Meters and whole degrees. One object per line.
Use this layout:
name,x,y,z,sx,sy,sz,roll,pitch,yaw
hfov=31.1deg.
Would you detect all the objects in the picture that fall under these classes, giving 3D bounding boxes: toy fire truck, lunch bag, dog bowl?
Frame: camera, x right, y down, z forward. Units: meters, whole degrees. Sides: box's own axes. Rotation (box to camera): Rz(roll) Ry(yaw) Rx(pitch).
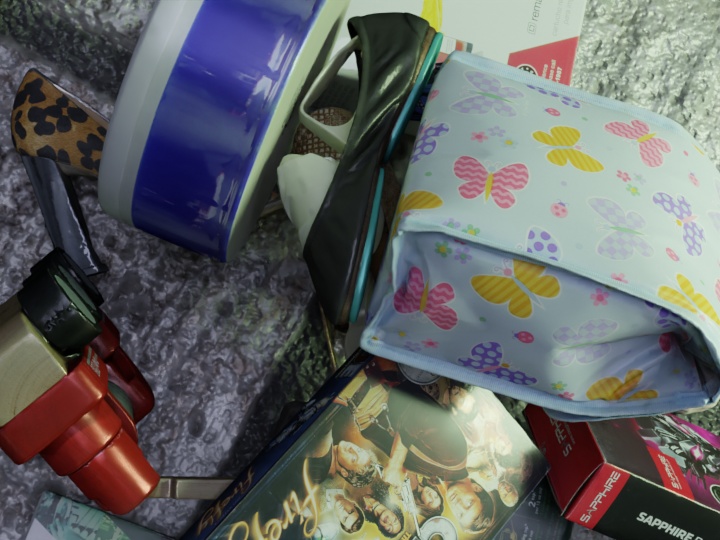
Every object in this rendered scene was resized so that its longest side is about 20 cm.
toy fire truck,-0.142,0.087,0.772,0.129,0.176,0.200,-39,102,-5
lunch bag,0.116,-0.011,0.733,0.199,0.127,0.170,15,45,0
dog bowl,-0.073,-0.108,0.742,0.079,0.200,0.201,24,76,0

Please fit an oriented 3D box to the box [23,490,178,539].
box,-0.134,0.241,0.816,0.199,0.036,0.145,22,77,-7

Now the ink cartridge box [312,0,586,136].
ink cartridge box,0.047,-0.174,0.900,0.199,0.083,0.146,15,79,-8

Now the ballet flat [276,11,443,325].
ballet flat,-0.009,-0.064,0.745,0.068,0.068,0.201,17,65,1

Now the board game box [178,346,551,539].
board game box,0.006,0.136,0.746,0.200,0.035,0.136,-46,107,-22

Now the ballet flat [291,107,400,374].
ballet flat,0.000,0.000,0.802,0.070,0.065,0.201,-13,108,8

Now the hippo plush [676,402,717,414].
hippo plush,0.262,-0.003,0.871,0.159,0.161,0.201,22,77,-6

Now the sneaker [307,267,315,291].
sneaker,0.058,0.038,0.871,0.199,0.078,0.100,13,82,-7

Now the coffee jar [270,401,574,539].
coffee jar,0.032,0.154,0.838,0.199,0.085,0.105,17,85,-8

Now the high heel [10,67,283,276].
high heel,-0.126,-0.088,0.856,0.199,0.071,0.143,-18,90,-4

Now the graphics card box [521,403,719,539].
graphics card box,0.210,0.143,0.838,0.199,0.126,0.051,26,109,-15

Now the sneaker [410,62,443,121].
sneaker,0.109,-0.080,0.827,0.199,0.075,0.079,15,104,-7
